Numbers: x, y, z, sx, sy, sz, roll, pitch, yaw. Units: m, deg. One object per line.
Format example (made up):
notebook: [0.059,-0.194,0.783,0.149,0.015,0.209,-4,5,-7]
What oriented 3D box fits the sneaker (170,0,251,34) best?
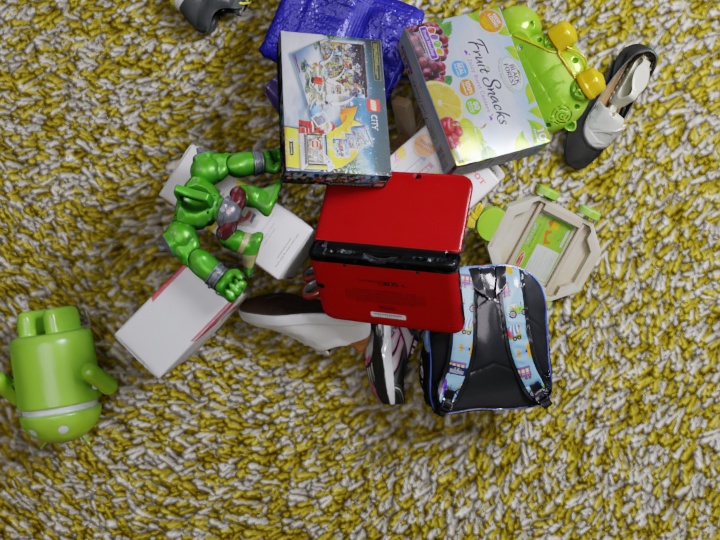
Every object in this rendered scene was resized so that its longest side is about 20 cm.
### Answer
sneaker: [-0.177,-0.421,1.261,0.199,0.074,0.085,-33,95,11]

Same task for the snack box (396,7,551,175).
snack box: [0.148,-0.236,1.144,0.141,0.053,0.201,-16,79,-17]

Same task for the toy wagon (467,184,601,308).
toy wagon: [0.240,-0.043,1.229,0.199,0.040,0.156,25,103,-10]

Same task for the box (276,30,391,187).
box: [-0.036,-0.207,1.114,0.136,0.038,0.201,2,70,-15]

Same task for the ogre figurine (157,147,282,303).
ogre figurine: [-0.172,-0.074,1.082,0.119,0.098,0.201,20,95,-4]

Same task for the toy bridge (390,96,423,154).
toy bridge: [0.063,-0.217,1.232,0.027,0.067,0.200,21,61,27]

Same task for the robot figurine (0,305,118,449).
robot figurine: [-0.435,0.154,1.242,0.174,0.116,0.201,-7,91,12]

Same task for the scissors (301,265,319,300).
scissors: [0.000,0.000,1.222,0.199,0.073,0.014,-14,125,26]

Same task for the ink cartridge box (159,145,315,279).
ink cartridge box: [-0.162,-0.078,1.210,0.200,0.145,0.084,36,92,2]

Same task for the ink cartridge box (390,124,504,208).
ink cartridge box: [0.093,-0.117,1.216,0.200,0.125,0.129,-42,88,2]

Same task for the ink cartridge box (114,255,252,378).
ink cartridge box: [-0.235,0.057,1.194,0.083,0.200,0.145,44,92,-1]

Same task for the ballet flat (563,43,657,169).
ballet flat: [0.355,-0.235,1.229,0.068,0.068,0.201,28,92,-17]

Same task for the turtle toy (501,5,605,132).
turtle toy: [0.251,-0.283,1.221,0.145,0.101,0.201,-31,86,26]

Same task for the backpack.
backpack: [0.168,0.085,1.192,0.181,0.135,0.201,-5,101,-1]

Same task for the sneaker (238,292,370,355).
sneaker: [-0.082,0.085,1.247,0.199,0.073,0.085,5,120,20]

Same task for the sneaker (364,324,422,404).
sneaker: [0.056,0.096,1.245,0.086,0.080,0.201,-7,100,-18]

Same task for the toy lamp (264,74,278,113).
toy lamp: [-0.056,-0.207,1.251,0.200,0.058,0.058,41,92,9]

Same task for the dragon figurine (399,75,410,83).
dragon figurine: [-0.014,-0.299,1.253,0.199,0.059,0.100,-11,90,4]

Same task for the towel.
towel: [-0.025,-0.329,1.199,0.199,0.050,0.148,22,89,1]

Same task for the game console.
game console: [0.047,-0.026,1.134,0.199,0.119,0.173,6,131,22]
